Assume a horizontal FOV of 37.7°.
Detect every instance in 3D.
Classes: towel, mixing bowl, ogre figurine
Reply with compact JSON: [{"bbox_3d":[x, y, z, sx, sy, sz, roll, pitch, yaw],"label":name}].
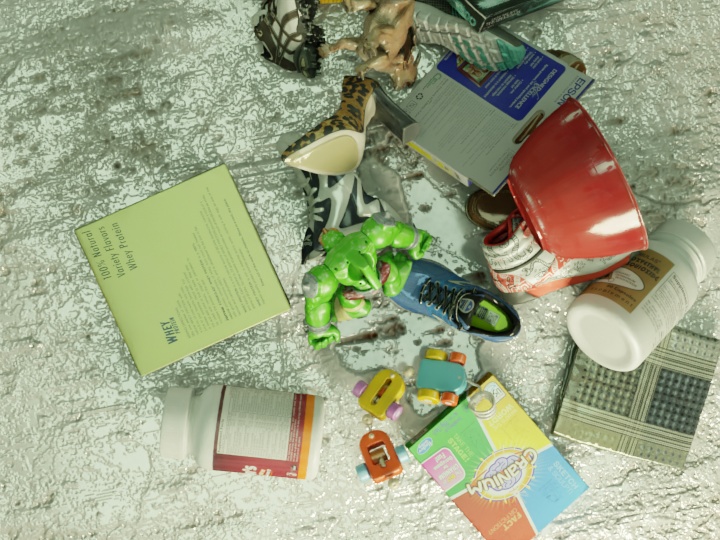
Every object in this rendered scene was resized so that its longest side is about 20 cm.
[{"bbox_3d":[0.370,0.155,1.423,0.200,0.035,0.193,17,91,-5],"label":"towel"},{"bbox_3d":[0.240,-0.090,1.231,0.108,0.200,0.200,-26,91,5],"label":"mixing bowl"},{"bbox_3d":[0.000,0.000,1.305,0.200,0.120,0.098,-26,55,2],"label":"ogre figurine"}]

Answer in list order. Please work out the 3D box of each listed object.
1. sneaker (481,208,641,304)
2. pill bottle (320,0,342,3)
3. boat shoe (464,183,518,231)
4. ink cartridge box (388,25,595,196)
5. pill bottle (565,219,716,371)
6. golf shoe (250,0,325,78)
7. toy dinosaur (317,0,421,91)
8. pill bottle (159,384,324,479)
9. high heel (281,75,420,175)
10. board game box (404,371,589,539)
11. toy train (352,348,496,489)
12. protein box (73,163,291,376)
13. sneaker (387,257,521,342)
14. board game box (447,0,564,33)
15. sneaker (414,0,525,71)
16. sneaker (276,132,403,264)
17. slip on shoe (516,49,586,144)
[{"bbox_3d":[0.254,-0.039,1.331,0.201,0.067,0.108,-23,117,13],"label":"sneaker"},{"bbox_3d":[-0.039,-0.402,1.358,0.200,0.113,0.113,-4,90,-3],"label":"pill bottle"},{"bbox_3d":[0.241,-0.077,1.394,0.200,0.068,0.072,7,90,-3],"label":"boat shoe"},{"bbox_3d":[0.166,-0.209,1.357,0.200,0.047,0.198,40,85,29],"label":"ink cartridge box"},{"bbox_3d":[0.366,0.026,1.356,0.200,0.114,0.114,-41,92,-25],"label":"pill bottle"},{"bbox_3d":[-0.098,-0.317,1.318,0.094,0.200,0.078,11,60,8],"label":"golf shoe"},{"bbox_3d":[0.036,-0.302,1.302,0.135,0.200,0.086,-30,75,-28],"label":"toy dinosaur"},{"bbox_3d":[-0.150,0.204,1.346,0.200,0.110,0.110,6,89,-3],"label":"pill bottle"},{"bbox_3d":[-0.041,-0.190,1.336,0.200,0.071,0.143,-20,49,-30],"label":"high heel"},{"bbox_3d":[0.181,0.260,1.400,0.153,0.040,0.200,-41,92,-3],"label":"board game box"},{"bbox_3d":[0.072,0.191,1.370,0.200,0.056,0.150,-29,63,-2],"label":"toy train"},{"bbox_3d":[-0.218,-0.001,1.331,0.200,0.135,0.199,-25,92,-4],"label":"protein box"},{"bbox_3d":[0.123,0.036,1.375,0.200,0.089,0.079,21,87,-3],"label":"sneaker"},{"bbox_3d":[0.182,-0.380,1.346,0.200,0.028,0.135,-26,66,-31],"label":"board game box"},{"bbox_3d":[0.137,-0.327,1.356,0.200,0.078,0.091,32,76,29],"label":"sneaker"},{"bbox_3d":[-0.056,-0.076,1.369,0.199,0.079,0.130,42,78,-12],"label":"sneaker"},{"bbox_3d":[0.214,-0.211,1.401,0.200,0.076,0.061,-52,53,5],"label":"slip on shoe"}]
